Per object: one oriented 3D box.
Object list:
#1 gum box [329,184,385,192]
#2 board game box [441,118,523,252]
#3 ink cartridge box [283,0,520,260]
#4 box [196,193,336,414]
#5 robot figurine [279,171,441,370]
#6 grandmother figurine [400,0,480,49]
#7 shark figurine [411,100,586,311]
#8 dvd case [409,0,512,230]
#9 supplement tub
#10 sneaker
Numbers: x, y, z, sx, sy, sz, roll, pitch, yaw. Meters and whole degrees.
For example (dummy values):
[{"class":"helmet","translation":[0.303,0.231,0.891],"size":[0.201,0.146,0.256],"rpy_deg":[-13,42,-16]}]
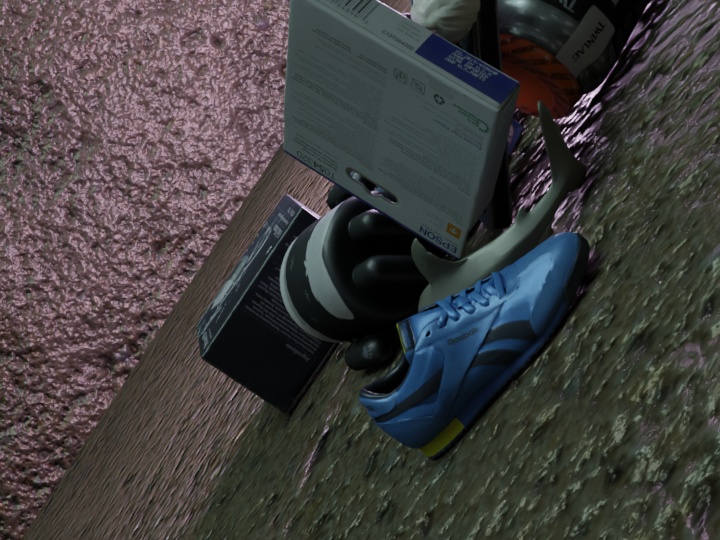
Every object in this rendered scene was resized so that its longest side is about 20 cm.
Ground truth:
[{"class":"gum box","translation":[0.078,-0.144,1.347],"size":[0.199,0.045,0.170],"rpy_deg":[-37,1,-26]},{"class":"board game box","translation":[0.077,-0.066,1.326],"size":[0.136,0.034,0.200],"rpy_deg":[-62,13,-28]},{"class":"ink cartridge box","translation":[0.026,-0.124,1.077],"size":[0.043,0.195,0.201],"rpy_deg":[-49,-17,-28]},{"class":"box","translation":[-0.084,0.032,1.505],"size":[0.198,0.123,0.200],"rpy_deg":[-57,11,1]},{"class":"robot figurine","translation":[0.001,-0.001,1.240],"size":[0.151,0.124,0.200],"rpy_deg":[-57,12,-25]},{"class":"grandmother figurine","translation":[0.057,-0.165,1.090],"size":[0.060,0.121,0.201],"rpy_deg":[-41,-17,-30]},{"class":"shark figurine","translation":[0.089,-0.017,1.017],"size":[0.215,0.089,0.129],"rpy_deg":[-50,13,33]},{"class":"dvd case","translation":[0.085,-0.153,1.141],"size":[0.150,0.024,0.203],"rpy_deg":[-134,34,-61]},{"class":"supplement tub","translation":[0.185,-0.240,1.144],"size":[0.201,0.122,0.122],"rpy_deg":[-60,12,-14]},{"class":"sneaker","translation":[0.076,0.042,0.922],"size":[0.201,0.078,0.066],"rpy_deg":[-50,10,19]}]
